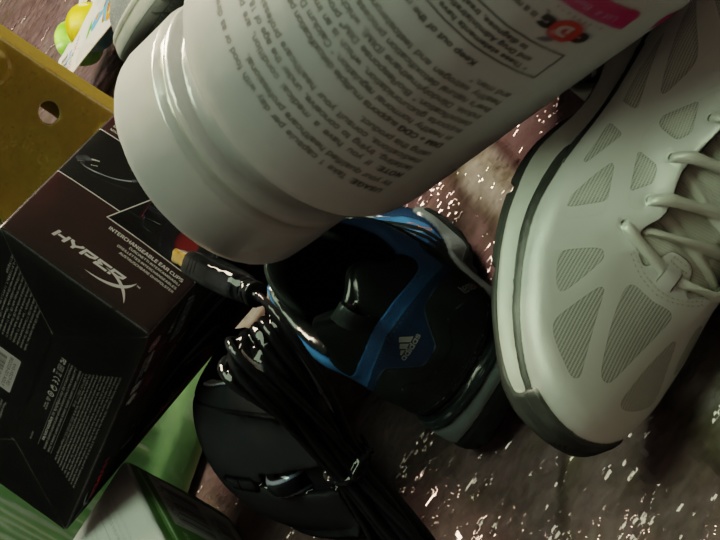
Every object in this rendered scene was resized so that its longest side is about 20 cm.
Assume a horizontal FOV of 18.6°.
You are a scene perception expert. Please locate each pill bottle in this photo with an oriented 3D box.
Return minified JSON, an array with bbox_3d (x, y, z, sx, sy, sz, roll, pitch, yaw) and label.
[{"bbox_3d":[0.012,-0.089,0.741,0.200,0.113,0.114,-35,32,36],"label":"pill bottle"}]

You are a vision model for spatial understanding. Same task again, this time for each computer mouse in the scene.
[{"bbox_3d":[-0.042,0.050,0.814,0.046,0.141,0.200,-36,22,-8],"label":"computer mouse"}]

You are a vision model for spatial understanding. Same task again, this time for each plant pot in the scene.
[{"bbox_3d":[-0.239,-0.056,1.287,0.200,0.194,0.196,3,63,58],"label":"plant pot"}]

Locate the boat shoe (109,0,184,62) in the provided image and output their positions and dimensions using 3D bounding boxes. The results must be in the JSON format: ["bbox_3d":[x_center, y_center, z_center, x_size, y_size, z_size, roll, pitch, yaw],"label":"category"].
[{"bbox_3d":[-0.038,-0.152,0.798,0.065,0.074,0.202,61,138,22],"label":"boat shoe"}]

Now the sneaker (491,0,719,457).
[{"bbox_3d":[0.114,-0.038,0.695,0.115,0.075,0.201,-19,43,58],"label":"sneaker"}]

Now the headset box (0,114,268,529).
[{"bbox_3d":[-0.082,-0.012,0.928,0.200,0.075,0.149,-51,-7,-42],"label":"headset box"}]

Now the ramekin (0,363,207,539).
[{"bbox_3d":[-0.167,0.094,1.062,0.200,0.097,0.201,-45,27,30],"label":"ramekin"}]

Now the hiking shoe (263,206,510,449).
[{"bbox_3d":[0.000,0.000,0.861,0.075,0.086,0.200,-58,23,0],"label":"hiking shoe"}]

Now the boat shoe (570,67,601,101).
[{"bbox_3d":[0.130,-0.149,0.815,0.201,0.060,0.072,-49,25,22],"label":"boat shoe"}]

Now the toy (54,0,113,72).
[{"bbox_3d":[-0.135,-0.187,1.405,0.200,0.047,0.116,-34,37,50],"label":"toy"}]

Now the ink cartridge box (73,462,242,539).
[{"bbox_3d":[-0.118,0.189,0.899,0.201,0.059,0.104,-56,22,4],"label":"ink cartridge box"}]
